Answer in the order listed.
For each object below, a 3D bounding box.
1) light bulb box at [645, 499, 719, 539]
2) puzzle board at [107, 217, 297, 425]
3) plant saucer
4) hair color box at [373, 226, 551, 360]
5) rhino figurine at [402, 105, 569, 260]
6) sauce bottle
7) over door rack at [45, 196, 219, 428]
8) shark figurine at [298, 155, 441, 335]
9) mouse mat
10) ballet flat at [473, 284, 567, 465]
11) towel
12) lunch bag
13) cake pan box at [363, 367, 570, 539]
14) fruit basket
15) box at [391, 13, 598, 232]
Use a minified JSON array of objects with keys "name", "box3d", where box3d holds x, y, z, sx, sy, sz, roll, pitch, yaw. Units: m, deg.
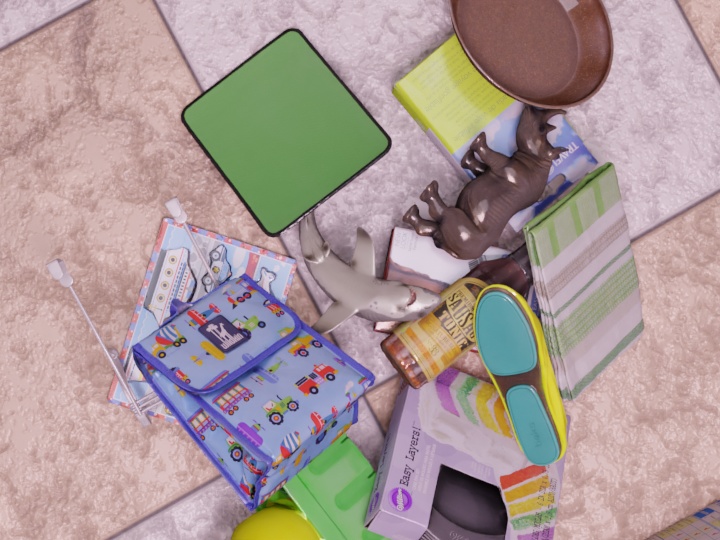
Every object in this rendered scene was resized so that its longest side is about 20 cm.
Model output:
[{"name":"light bulb box","box3d":[0.333,0.332,1.507,0.198,0.198,0.126,-27,90,-2]},{"name":"puzzle board","box3d":[-0.165,0.063,1.590,0.149,0.017,0.203,17,86,-2]},{"name":"plant saucer","box3d":[0.170,-0.252,1.577,0.198,0.037,0.203,11,64,-23]},{"name":"hair color box","box3d":[0.119,0.029,1.581,0.197,0.064,0.113,11,88,0]},{"name":"rhino figurine","box3d":[0.140,-0.093,1.541,0.087,0.060,0.200,44,79,6]},{"name":"sauce bottle","box3d":[0.112,0.035,1.517,0.199,0.066,0.066,-40,89,-5]},{"name":"over door rack","box3d":[-0.205,0.038,1.542,0.146,0.067,0.202,-28,108,-3]},{"name":"shark figurine","box3d":[-0.020,-0.006,1.545,0.127,0.090,0.215,-35,65,1]},{"name":"mouse mat","box3d":[-0.079,-0.145,1.564,0.160,0.008,0.201,-37,60,-3]},{"name":"ballet flat","box3d":[0.161,0.095,1.498,0.066,0.067,0.202,-9,111,28]},{"name":"towel","box3d":[0.225,0.011,1.532,0.149,0.030,0.202,-37,123,-36]},{"name":"lunch bag","box3d":[-0.112,0.099,1.459,0.200,0.095,0.150,42,54,16]},{"name":"cake pan box","box3d":[0.110,0.203,1.521,0.182,0.053,0.202,22,51,-5]},{"name":"fruit basket","box3d":[-0.064,0.265,1.514,0.212,0.155,0.219,3,77,-14]},{"name":"box","box3d":[0.141,-0.152,1.597,0.122,0.048,0.201,-39,89,-3]}]
